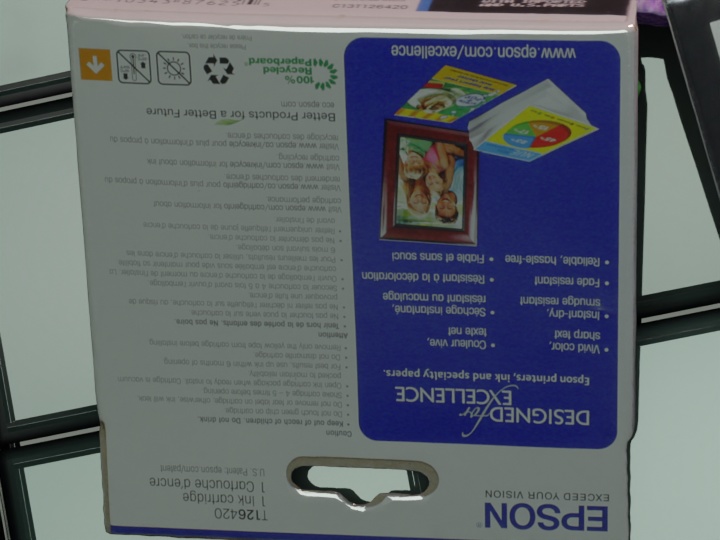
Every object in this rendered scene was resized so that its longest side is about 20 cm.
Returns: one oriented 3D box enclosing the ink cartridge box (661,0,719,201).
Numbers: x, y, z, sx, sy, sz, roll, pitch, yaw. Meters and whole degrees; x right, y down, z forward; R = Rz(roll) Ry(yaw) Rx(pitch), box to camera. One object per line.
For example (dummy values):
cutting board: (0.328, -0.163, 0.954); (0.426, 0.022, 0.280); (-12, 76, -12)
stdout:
ink cartridge box: (0.205, -0.085, 0.834); (0.197, 0.043, 0.201); (-18, 109, 6)

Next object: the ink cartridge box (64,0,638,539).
ink cartridge box: (0.000, 0.000, 0.879); (0.196, 0.047, 0.201); (2, 115, 8)

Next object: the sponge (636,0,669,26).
sponge: (0.143, -0.138, 0.871); (0.199, 0.030, 0.112); (6, 88, -4)

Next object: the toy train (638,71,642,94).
toy train: (0.028, -0.123, 0.900); (0.056, 0.042, 0.200); (-37, 83, -6)
